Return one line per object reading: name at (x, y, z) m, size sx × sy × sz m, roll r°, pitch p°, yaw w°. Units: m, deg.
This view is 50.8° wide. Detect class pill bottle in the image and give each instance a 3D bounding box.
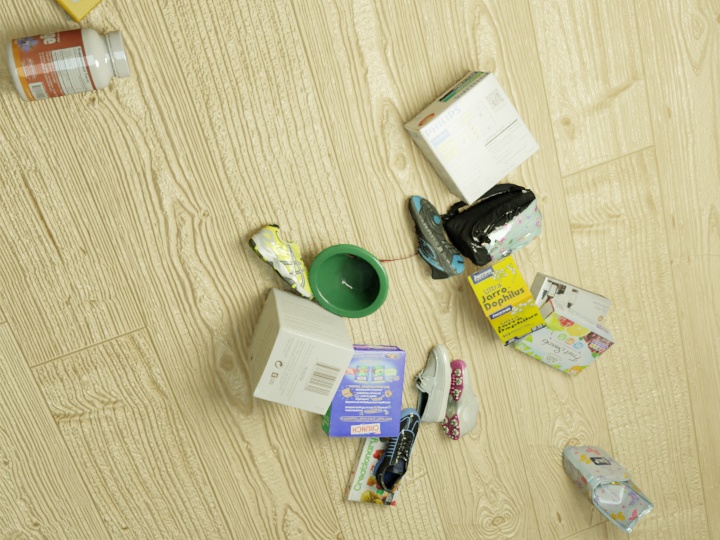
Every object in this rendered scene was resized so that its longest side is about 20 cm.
pill bottle at (-0.531, -0.381, 1.392) m, size 0.199 × 0.112 × 0.113 m, roll -13°, pitch 109°, yaw -11°

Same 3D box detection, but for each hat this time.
hat at (0.000, 0.000, 1.677) m, size 0.200 × 0.176 × 0.166 m, roll 29°, pitch 114°, yaw -1°

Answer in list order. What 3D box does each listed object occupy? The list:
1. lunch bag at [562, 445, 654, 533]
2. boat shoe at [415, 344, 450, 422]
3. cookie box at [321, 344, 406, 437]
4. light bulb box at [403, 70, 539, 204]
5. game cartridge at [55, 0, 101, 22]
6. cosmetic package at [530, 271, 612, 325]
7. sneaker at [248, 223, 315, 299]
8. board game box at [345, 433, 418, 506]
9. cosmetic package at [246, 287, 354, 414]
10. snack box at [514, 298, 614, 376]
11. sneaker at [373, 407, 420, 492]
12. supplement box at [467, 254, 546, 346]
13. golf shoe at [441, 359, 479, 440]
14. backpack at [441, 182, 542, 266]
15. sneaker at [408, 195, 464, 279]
lunch bag at (0.623, 0.543, 1.941) m, size 0.200 × 0.170 × 0.127 m, roll 39°, pitch 95°, yaw -21°
boat shoe at (0.166, 0.271, 1.792) m, size 0.071 × 0.070 × 0.202 m, roll -3°, pitch 109°, yaw -18°
cookie box at (0.006, 0.274, 1.733) m, size 0.171 × 0.075 × 0.201 m, roll 4°, pitch 94°, yaw -16°
light bulb box at (0.236, -0.286, 1.619) m, size 0.198 × 0.125 × 0.200 m, roll -39°, pitch 111°, yaw -1°
game cartridge at (-0.527, -0.587, 1.377) m, size 0.176 × 0.032 × 0.200 m, roll -44°, pitch 113°, yaw 0°
cosmetic package at (0.505, 0.076, 1.837) m, size 0.199 × 0.051 × 0.083 m, roll 18°, pitch 101°, yaw -19°
sneaker at (-0.148, -0.016, 1.624) m, size 0.076 × 0.075 × 0.200 m, roll -46°, pitch 118°, yaw -9°
board game box at (0.051, 0.468, 1.838) m, size 0.126 × 0.035 × 0.201 m, roll 12°, pitch 102°, yaw -17°
cosmetic package at (-0.132, 0.168, 1.603) m, size 0.166 × 0.200 × 0.168 m, roll 18°, pitch 108°, yaw -18°
snack box at (0.487, 0.165, 1.826) m, size 0.200 × 0.053 × 0.142 m, roll 26°, pitch 125°, yaw -22°
sneaker at (0.094, 0.423, 1.775) m, size 0.070 × 0.078 × 0.201 m, roll 18°, pitch 99°, yaw -18°
supplement box at (0.330, 0.071, 1.697) m, size 0.109 × 0.110 × 0.200 m, roll -28°, pitch 148°, yaw 9°
golf shoe at (0.245, 0.306, 1.833) m, size 0.091 × 0.075 × 0.201 m, roll -8°, pitch 108°, yaw -35°
backpack at (0.304, -0.103, 1.687) m, size 0.200 × 0.167 × 0.127 m, roll -32°, pitch 130°, yaw -7°
sneaker at (0.149, -0.069, 1.685) m, size 0.073 × 0.082 × 0.200 m, roll -29°, pitch 93°, yaw -47°
